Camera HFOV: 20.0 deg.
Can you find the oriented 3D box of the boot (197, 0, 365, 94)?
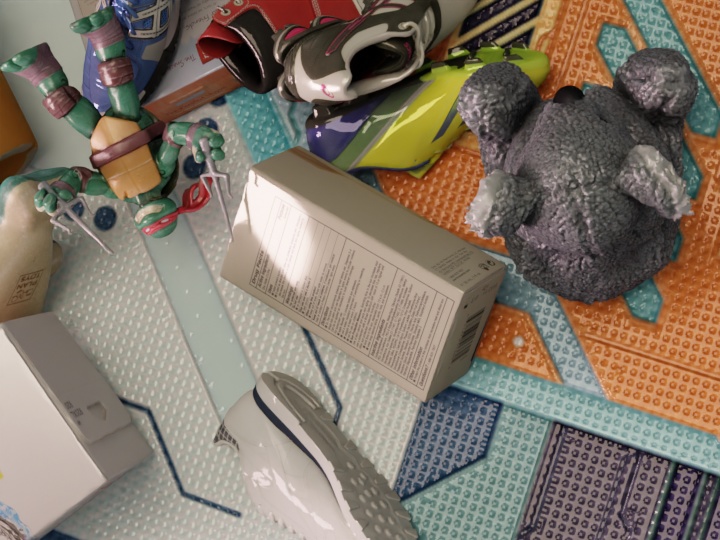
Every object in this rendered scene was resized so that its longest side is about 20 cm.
[{"bbox_3d":[-0.083,-0.234,1.594,0.143,0.073,0.201,-20,70,-29],"label":"boot"}]

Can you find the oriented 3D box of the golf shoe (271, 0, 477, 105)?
[{"bbox_3d":[0.029,-0.176,1.541,0.199,0.078,0.088,-34,35,-26],"label":"golf shoe"}]

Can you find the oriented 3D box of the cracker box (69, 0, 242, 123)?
[{"bbox_3d":[-0.166,-0.228,1.665,0.133,0.058,0.202,-23,73,15],"label":"cracker box"}]

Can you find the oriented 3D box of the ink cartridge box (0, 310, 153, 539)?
[{"bbox_3d":[-0.290,0.148,1.574,0.199,0.147,0.145,-36,89,8],"label":"ink cartridge box"}]

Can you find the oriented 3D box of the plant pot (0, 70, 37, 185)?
[{"bbox_3d":[-0.364,-0.134,1.655,0.200,0.200,0.184,-41,86,7],"label":"plant pot"}]

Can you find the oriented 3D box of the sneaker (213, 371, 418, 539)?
[{"bbox_3d":[-0.032,0.172,1.549,0.081,0.076,0.200,-46,65,18],"label":"sneaker"}]

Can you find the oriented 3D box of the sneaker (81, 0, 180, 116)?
[{"bbox_3d":[-0.178,-0.213,1.587,0.075,0.077,0.202,27,104,22],"label":"sneaker"}]

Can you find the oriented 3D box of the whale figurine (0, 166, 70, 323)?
[{"bbox_3d":[-0.301,-0.013,1.615,0.104,0.159,0.201,44,121,18],"label":"whale figurine"}]

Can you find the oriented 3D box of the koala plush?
[{"bbox_3d":[0.158,-0.060,1.435,0.175,0.200,0.186,-5,95,7],"label":"koala plush"}]

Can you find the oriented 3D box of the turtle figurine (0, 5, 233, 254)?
[{"bbox_3d":[-0.183,-0.090,1.554,0.149,0.101,0.201,-28,95,-2],"label":"turtle figurine"}]

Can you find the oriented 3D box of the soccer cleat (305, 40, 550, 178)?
[{"bbox_3d":[0.055,-0.119,1.580,0.198,0.065,0.084,-17,105,11],"label":"soccer cleat"}]

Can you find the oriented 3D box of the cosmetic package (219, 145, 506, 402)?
[{"bbox_3d":[0.000,0.000,1.542,0.199,0.071,0.106,32,122,20],"label":"cosmetic package"}]
